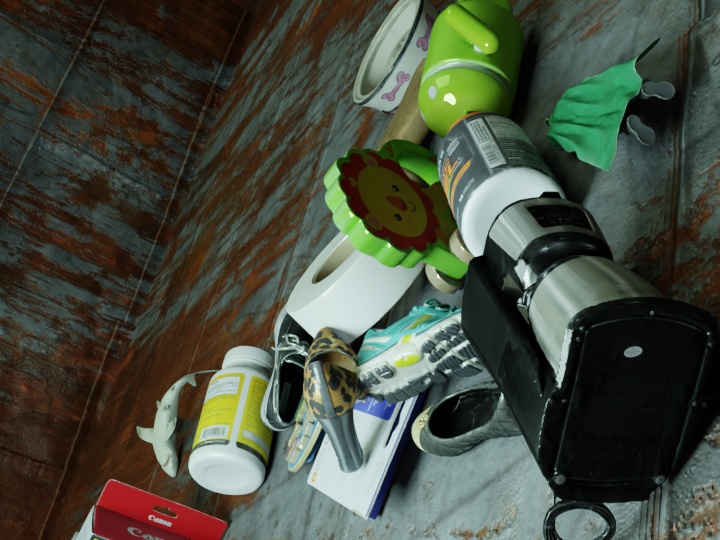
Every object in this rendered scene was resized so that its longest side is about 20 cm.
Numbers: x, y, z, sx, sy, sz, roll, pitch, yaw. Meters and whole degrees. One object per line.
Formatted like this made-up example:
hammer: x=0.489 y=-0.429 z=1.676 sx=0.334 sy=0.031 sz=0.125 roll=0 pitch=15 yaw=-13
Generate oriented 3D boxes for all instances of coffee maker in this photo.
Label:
coffee maker: x=0.145 y=0.065 z=0.684 sx=0.194 sy=0.133 sz=0.200 roll=-59 pitch=19 yaw=16

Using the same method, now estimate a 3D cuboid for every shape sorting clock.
shape sorting clock: x=-0.054 y=0.159 z=1.190 sx=0.202 sy=0.039 sz=0.200 roll=-62 pitch=7 yaw=13

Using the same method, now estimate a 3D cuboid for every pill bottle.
pill bottle: x=-0.180 y=0.217 z=1.379 sx=0.112 sy=0.111 sz=0.202 roll=-45 pitch=26 yaw=42
pill bottle: x=0.136 y=-0.094 z=0.949 sx=0.107 sy=0.105 sz=0.201 roll=-56 pitch=20 yaw=22

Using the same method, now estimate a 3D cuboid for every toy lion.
toy lion: x=0.048 y=-0.076 z=1.026 sx=0.069 sy=0.190 sz=0.202 roll=-48 pitch=24 yaw=37

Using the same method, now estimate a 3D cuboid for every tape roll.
tape roll: x=0.000 y=0.000 z=1.155 sx=0.202 sy=0.071 sz=0.203 roll=-44 pitch=13 yaw=12

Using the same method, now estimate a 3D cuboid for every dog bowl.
dog bowl: x=0.069 y=-0.339 z=1.482 sx=0.201 sy=0.073 sz=0.201 roll=-53 pitch=21 yaw=31

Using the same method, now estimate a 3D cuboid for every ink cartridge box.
ink cartridge box: x=-0.306 y=0.419 z=1.322 sx=0.177 sy=0.198 sz=0.084 roll=-62 pitch=20 yaw=8
ink cartridge box: x=0.023 y=0.164 z=1.019 sx=0.200 sy=0.047 sz=0.199 roll=-66 pitch=21 yaw=-10

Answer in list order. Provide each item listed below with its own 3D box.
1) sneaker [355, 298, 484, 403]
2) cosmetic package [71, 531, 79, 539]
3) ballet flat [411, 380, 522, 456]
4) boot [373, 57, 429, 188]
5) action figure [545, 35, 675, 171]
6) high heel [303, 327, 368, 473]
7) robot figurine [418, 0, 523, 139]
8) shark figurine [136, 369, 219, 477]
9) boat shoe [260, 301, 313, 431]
sneaker: x=0.074 y=0.058 z=0.899 sx=0.198 sy=0.077 sz=0.081 roll=-24 pitch=42 yaw=31
cosmetic package: x=-0.538 y=0.620 z=1.827 sx=0.086 sy=0.107 sz=0.200 roll=-59 pitch=21 yaw=14
ballet flat: x=0.100 y=0.125 z=0.842 sx=0.200 sy=0.056 sz=0.067 roll=-33 pitch=35 yaw=57
boot: x=0.081 y=-0.197 z=1.282 sx=0.202 sy=0.066 sz=0.175 roll=-58 pitch=33 yaw=-4
action figure: x=0.220 y=-0.145 z=0.871 sx=0.120 sy=0.054 sz=0.200 roll=-65 pitch=12 yaw=2
high heel: x=-0.034 y=0.093 z=0.985 sx=0.201 sy=0.070 sz=0.144 roll=-105 pitch=0 yaw=-50
robot figurine: x=0.133 y=-0.240 z=1.120 sx=0.176 sy=0.114 sz=0.203 roll=104 pitch=180 yaw=-62
shark figurine: x=-0.358 y=0.281 z=1.835 sx=0.127 sy=0.089 sz=0.218 roll=19 pitch=92 yaw=37
boat shoe: x=-0.093 y=0.125 z=1.322 sx=0.068 sy=0.073 sz=0.202 roll=-33 pitch=36 yaw=63
